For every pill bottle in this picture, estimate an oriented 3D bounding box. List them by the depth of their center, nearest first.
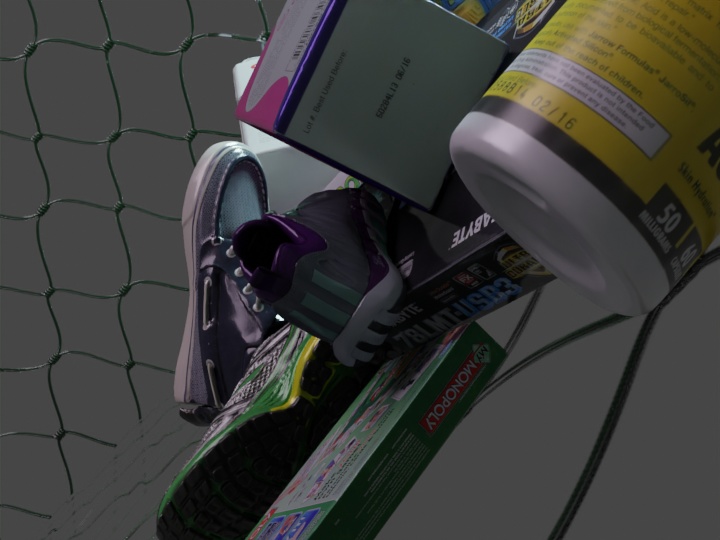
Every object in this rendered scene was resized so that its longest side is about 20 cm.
[{"bbox_3d":[0.139,-0.089,0.547,0.200,0.111,0.111,-49,6,-6],"label":"pill bottle"}]

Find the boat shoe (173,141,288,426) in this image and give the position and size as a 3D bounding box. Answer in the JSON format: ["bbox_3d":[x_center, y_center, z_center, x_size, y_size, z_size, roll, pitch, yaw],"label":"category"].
[{"bbox_3d":[-0.073,0.009,0.910,0.092,0.074,0.203,-1,85,46],"label":"boat shoe"}]

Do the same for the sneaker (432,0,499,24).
[{"bbox_3d":[0.073,-0.202,0.971,0.088,0.076,0.200,-39,9,-6],"label":"sneaker"}]

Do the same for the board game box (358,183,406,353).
[{"bbox_3d":[-0.021,0.040,0.904,0.200,0.028,0.137,-43,47,36],"label":"board game box"}]

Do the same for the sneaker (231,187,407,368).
[{"bbox_3d":[-0.033,-0.019,0.756,0.075,0.087,0.200,-58,19,10],"label":"sneaker"}]

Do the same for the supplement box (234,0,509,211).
[{"bbox_3d":[-0.003,-0.111,0.786,0.102,0.102,0.200,-64,16,4],"label":"supplement box"}]

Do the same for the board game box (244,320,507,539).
[{"bbox_3d":[-0.013,0.120,0.693,0.200,0.029,0.134,-51,5,-22],"label":"board game box"}]

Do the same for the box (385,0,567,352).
[{"bbox_3d":[0.080,-0.072,0.727,0.200,0.049,0.200,-35,32,61],"label":"box"}]

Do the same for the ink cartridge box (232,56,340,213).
[{"bbox_3d":[-0.023,-0.115,1.084,0.145,0.084,0.201,-13,30,-1],"label":"ink cartridge box"}]

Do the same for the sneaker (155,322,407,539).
[{"bbox_3d":[-0.051,0.096,0.812,0.200,0.078,0.085,-47,23,-15],"label":"sneaker"}]

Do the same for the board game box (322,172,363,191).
[{"bbox_3d":[0.000,0.000,0.955,0.034,0.127,0.200,6,-42,-47],"label":"board game box"}]
